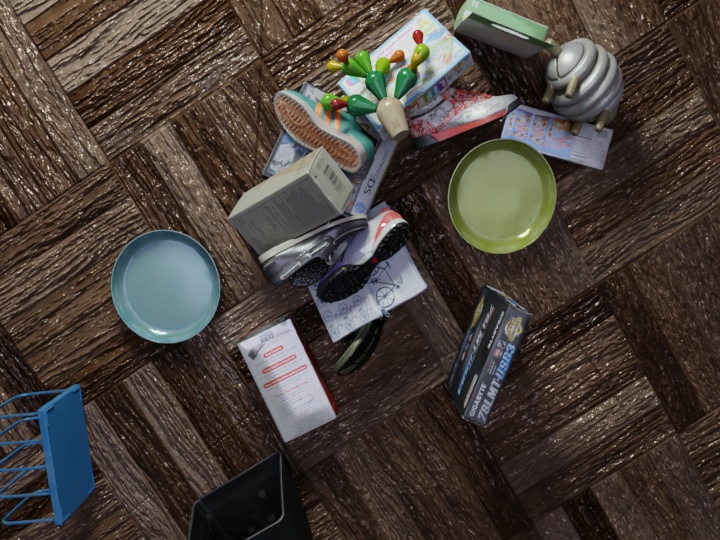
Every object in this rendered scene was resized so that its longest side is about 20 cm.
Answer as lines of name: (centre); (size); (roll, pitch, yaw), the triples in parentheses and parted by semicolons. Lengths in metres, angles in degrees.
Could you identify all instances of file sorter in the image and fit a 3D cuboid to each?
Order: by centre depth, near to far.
file sorter: (-0.569, 0.326, 1.217); (0.119, 0.139, 0.206); (-5, 98, 2)

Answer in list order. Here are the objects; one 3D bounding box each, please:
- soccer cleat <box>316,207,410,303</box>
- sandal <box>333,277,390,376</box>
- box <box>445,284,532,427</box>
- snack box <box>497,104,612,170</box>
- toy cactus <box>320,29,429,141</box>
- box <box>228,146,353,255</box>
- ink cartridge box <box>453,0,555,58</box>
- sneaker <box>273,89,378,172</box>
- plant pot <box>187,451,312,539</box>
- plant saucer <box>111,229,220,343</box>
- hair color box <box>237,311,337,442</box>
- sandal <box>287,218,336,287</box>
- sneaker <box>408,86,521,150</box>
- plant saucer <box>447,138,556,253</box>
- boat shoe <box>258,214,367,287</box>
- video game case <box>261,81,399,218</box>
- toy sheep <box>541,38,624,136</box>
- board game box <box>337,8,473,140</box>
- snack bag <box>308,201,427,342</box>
soccer cleat: (-0.003, -0.026, 1.186); (0.199, 0.073, 0.068); (-42, 136, 0)
sandal: (0.005, 0.098, 1.244); (0.056, 0.080, 0.204); (23, 81, 26)
box: (0.215, 0.140, 1.186); (0.049, 0.199, 0.204); (20, 98, -3)
snack box: (0.349, -0.241, 1.228); (0.195, 0.024, 0.074); (14, 98, -4)
toy cactus: (0.036, -0.291, 1.098); (0.196, 0.102, 0.168); (-24, 75, -4)
box: (-0.118, -0.112, 1.146); (0.197, 0.079, 0.095); (-22, 121, 35)
ink cartridge box: (0.235, -0.399, 1.116); (0.142, 0.200, 0.049); (20, 99, -4)
sneaker: (-0.057, -0.244, 1.162); (0.199, 0.080, 0.072); (38, 135, 12)
plant pot: (-0.181, 0.491, 1.233); (0.197, 0.200, 0.180); (-30, 111, 2)
plant saucer: (-0.349, 0.029, 1.240); (0.194, 0.027, 0.206); (0, 97, -1)
hair color box: (-0.131, 0.193, 1.251); (0.109, 0.064, 0.204); (-24, 99, 3)
sandal: (-0.077, -0.059, 1.211); (0.073, 0.045, 0.204); (17, 69, -1)
sneaker: (0.171, -0.295, 1.186); (0.197, 0.067, 0.110); (-20, 98, 11)
plant saucer: (0.252, -0.133, 1.231); (0.194, 0.031, 0.206); (0, 101, -1)
boat shoe: (-0.070, -0.033, 1.147); (0.196, 0.073, 0.064); (-24, 86, -10)
video game case: (-0.048, -0.204, 1.200); (0.196, 0.025, 0.184); (26, 84, -4)
toy sheep: (0.374, -0.319, 1.162); (0.199, 0.138, 0.139); (37, 95, -33)
board game box: (0.075, -0.335, 1.165); (0.199, 0.034, 0.135); (-39, 62, 3)
snack bag: (0.000, 0.000, 1.214); (0.196, 0.021, 0.192); (-26, 73, 2)
